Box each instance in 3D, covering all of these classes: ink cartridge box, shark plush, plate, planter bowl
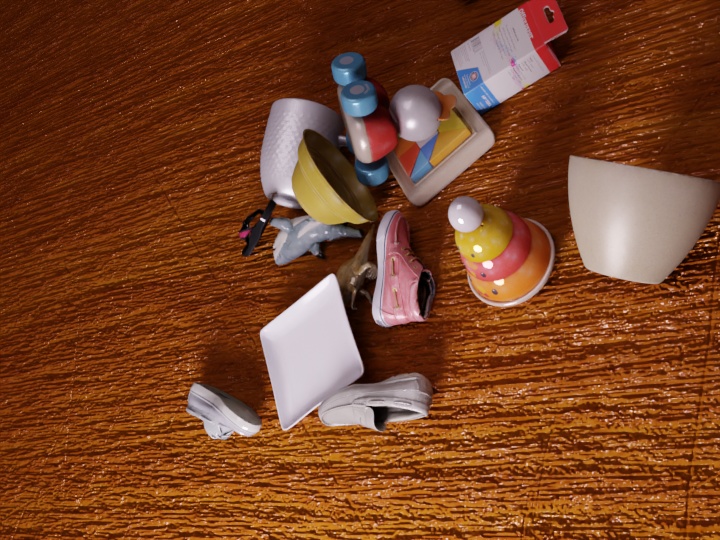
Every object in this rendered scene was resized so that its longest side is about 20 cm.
[{"bbox_3d":[0.264,-0.374,1.422,0.199,0.067,0.117,-28,51,23],"label":"ink cartridge box"},{"bbox_3d":[-0.077,-0.059,1.541,0.198,0.091,0.084,-4,86,20],"label":"shark plush"},{"bbox_3d":[-0.079,0.139,1.400,0.200,0.032,0.201,-39,52,28],"label":"plate"},{"bbox_3d":[-0.062,-0.144,1.460,0.083,0.200,0.202,-37,47,18],"label":"planter bowl"}]

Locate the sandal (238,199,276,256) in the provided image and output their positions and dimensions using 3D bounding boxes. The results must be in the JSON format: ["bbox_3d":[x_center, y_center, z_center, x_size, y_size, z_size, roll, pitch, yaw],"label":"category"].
[{"bbox_3d":[-0.203,-0.087,1.582,0.076,0.045,0.200,-66,7,-26],"label":"sandal"}]

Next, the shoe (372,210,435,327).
[{"bbox_3d":[0.077,-0.007,1.360,0.090,0.071,0.203,-7,66,34],"label":"shoe"}]

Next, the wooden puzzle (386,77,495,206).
[{"bbox_3d":[0.124,-0.235,1.475,0.185,0.037,0.201,-40,47,13],"label":"wooden puzzle"}]

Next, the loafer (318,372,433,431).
[{"bbox_3d":[0.019,0.212,1.274,0.198,0.070,0.070,-20,45,28],"label":"loafer"}]

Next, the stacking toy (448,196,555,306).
[{"bbox_3d":[0.182,-0.049,1.203,0.145,0.200,0.148,-20,53,29],"label":"stacking toy"}]

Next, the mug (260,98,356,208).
[{"bbox_3d":[-0.094,-0.211,1.580,0.197,0.148,0.178,11,78,10],"label":"mug"}]

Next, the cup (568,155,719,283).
[{"bbox_3d":[0.361,-0.064,1.095,0.199,0.199,0.145,19,103,44],"label":"cup"}]

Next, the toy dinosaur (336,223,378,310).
[{"bbox_3d":[0.000,0.000,1.423,0.100,0.058,0.202,9,71,43],"label":"toy dinosaur"}]

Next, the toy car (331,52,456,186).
[{"bbox_3d":[0.067,-0.279,1.446,0.198,0.186,0.178,-14,45,-2],"label":"toy car"}]

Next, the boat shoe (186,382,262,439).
[{"bbox_3d":[-0.245,0.261,1.469,0.200,0.070,0.072,20,89,47],"label":"boat shoe"}]
